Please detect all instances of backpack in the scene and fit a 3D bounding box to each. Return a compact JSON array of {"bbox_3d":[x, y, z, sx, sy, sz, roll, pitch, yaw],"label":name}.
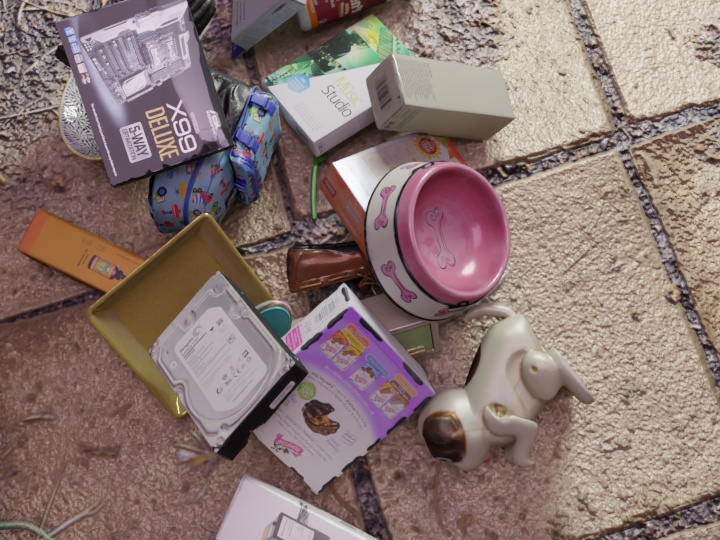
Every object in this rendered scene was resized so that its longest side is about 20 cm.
[{"bbox_3d":[-0.197,-0.138,1.285,0.132,0.183,0.203,19,70,2],"label":"backpack"}]

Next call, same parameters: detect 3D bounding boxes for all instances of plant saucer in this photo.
[{"bbox_3d":[-0.224,0.056,1.264,0.199,0.048,0.201,-40,119,-10],"label":"plant saucer"}]

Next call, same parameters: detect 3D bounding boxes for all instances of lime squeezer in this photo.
[{"bbox_3d":[-0.040,-0.172,1.374,0.070,0.038,0.202,37,76,-21],"label":"lime squeezer"}]

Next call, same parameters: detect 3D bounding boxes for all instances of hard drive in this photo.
[{"bbox_3d":[-0.163,0.108,1.163,0.140,0.038,0.200,-47,48,2],"label":"hard drive"}]

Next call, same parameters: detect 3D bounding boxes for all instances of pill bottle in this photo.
[{"bbox_3d":[-0.010,-0.428,1.397,0.197,0.110,0.111,-21,75,-4],"label":"pill bottle"}]

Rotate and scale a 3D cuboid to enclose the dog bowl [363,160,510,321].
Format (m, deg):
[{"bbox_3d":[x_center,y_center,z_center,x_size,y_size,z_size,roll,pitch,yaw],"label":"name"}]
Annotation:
[{"bbox_3d":[0.103,-0.043,1.203,0.197,0.073,0.204,8,76,-35],"label":"dog bowl"}]

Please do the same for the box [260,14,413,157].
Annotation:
[{"bbox_3d":[-0.021,-0.263,1.365,0.198,0.037,0.145,-33,61,-14],"label":"box"}]

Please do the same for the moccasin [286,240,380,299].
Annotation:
[{"bbox_3d":[0.001,0.000,1.297,0.198,0.074,0.079,-5,97,-18],"label":"moccasin"}]

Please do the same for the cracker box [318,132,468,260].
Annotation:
[{"bbox_3d":[0.060,-0.103,1.291,0.198,0.058,0.135,-24,74,-36],"label":"cracker box"}]

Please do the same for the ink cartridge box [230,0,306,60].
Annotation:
[{"bbox_3d":[-0.142,-0.424,1.364,0.043,0.199,0.200,12,70,-37],"label":"ink cartridge box"}]

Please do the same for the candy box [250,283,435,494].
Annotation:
[{"bbox_3d":[-0.038,0.147,1.197,0.199,0.072,0.168,-40,113,7],"label":"candy box"}]

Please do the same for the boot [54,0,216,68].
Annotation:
[{"bbox_3d":[-0.290,-0.308,1.261,0.209,0.079,0.160,23,88,27],"label":"boot"}]

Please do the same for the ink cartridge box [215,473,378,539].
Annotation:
[{"bbox_3d":[-0.062,0.330,1.176,0.197,0.146,0.085,25,78,8],"label":"ink cartridge box"}]

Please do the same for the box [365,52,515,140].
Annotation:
[{"bbox_3d":[0.109,-0.231,1.309,0.197,0.068,0.084,2,67,-36],"label":"box"}]

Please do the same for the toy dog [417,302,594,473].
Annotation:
[{"bbox_3d":[0.162,0.162,1.213,0.199,0.140,0.195,-40,97,-1],"label":"toy dog"}]

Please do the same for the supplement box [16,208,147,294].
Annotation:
[{"bbox_3d":[-0.358,-0.009,1.318,0.197,0.069,0.067,25,78,10],"label":"supplement box"}]

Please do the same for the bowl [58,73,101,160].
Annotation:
[{"bbox_3d":[-0.309,-0.225,1.346,0.197,0.094,0.204,-10,66,24],"label":"bowl"}]

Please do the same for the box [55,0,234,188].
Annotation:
[{"bbox_3d":[-0.255,-0.219,1.166,0.155,0.050,0.203,-18,95,-8],"label":"box"}]

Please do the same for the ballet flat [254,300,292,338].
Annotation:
[{"bbox_3d":[-0.150,0.115,1.248,0.068,0.071,0.202,23,105,-17],"label":"ballet flat"}]

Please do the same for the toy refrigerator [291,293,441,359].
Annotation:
[{"bbox_3d":[0.002,0.090,1.264,0.196,0.077,0.071,-16,48,-3],"label":"toy refrigerator"}]
